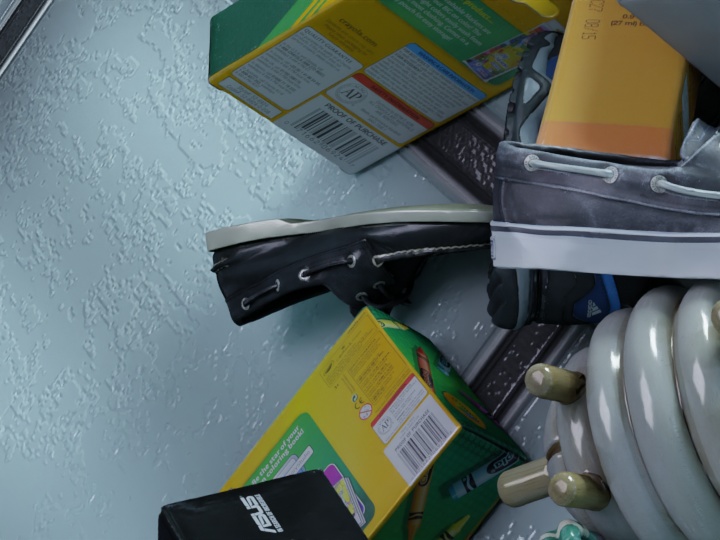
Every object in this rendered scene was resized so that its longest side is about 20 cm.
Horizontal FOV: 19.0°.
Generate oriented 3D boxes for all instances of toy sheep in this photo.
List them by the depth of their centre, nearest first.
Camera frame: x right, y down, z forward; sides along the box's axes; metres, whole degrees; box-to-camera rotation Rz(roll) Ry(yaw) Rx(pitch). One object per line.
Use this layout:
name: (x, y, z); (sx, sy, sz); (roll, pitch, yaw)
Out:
toy sheep: (0.145, 0.068, 0.953); (0.199, 0.138, 0.139); (-16, 55, 29)

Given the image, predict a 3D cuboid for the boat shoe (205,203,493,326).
boat shoe: (-0.002, 0.000, 1.207); (0.198, 0.074, 0.067); (-5, 89, 29)

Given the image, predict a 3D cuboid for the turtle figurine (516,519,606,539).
turtle figurine: (0.107, 0.176, 0.949); (0.199, 0.100, 0.151); (12, 111, 37)

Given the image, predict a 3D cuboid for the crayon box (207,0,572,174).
crayon box: (0.027, -0.139, 1.214); (0.199, 0.125, 0.052); (-26, 49, 34)

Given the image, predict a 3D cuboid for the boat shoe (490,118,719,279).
boat shoe: (0.156, -0.033, 0.947); (0.198, 0.072, 0.068); (2, 96, 15)

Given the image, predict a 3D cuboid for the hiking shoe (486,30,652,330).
hiking shoe: (0.114, -0.044, 1.116); (0.086, 0.075, 0.201); (7, 50, 3)

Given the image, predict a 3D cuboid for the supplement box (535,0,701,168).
supplement box: (0.136, -0.104, 1.071); (0.066, 0.069, 0.201); (5, 51, 15)

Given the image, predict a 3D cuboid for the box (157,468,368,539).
box: (-0.030, 0.225, 1.000); (0.164, 0.085, 0.201); (-128, 34, -48)

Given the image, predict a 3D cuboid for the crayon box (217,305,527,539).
crayon box: (-0.015, 0.134, 1.142); (0.200, 0.058, 0.119); (-52, 39, 10)

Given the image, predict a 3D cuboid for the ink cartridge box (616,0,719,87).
ink cartridge box: (0.210, -0.189, 1.031); (0.085, 0.147, 0.201); (-6, 62, 45)
